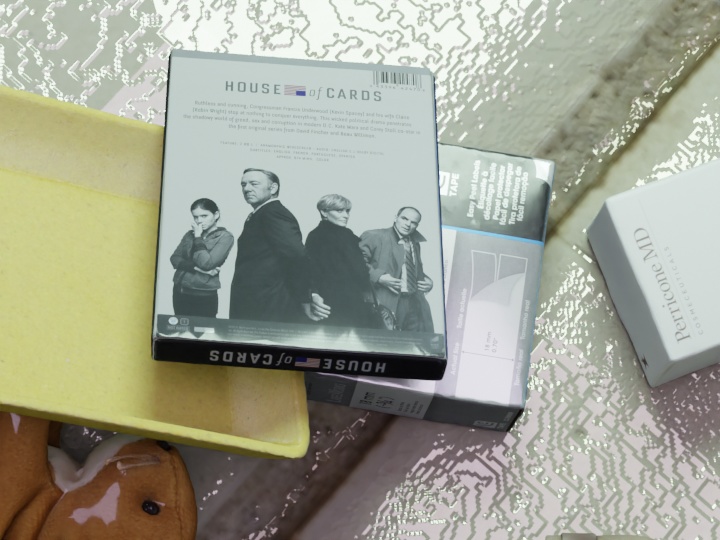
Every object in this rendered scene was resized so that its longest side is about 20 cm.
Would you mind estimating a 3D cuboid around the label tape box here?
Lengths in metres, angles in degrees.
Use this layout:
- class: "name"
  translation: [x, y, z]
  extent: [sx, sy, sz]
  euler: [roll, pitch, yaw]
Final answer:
- class: "label tape box"
  translation: [0.000, 0.000, 1.171]
  extent: [0.198, 0.063, 0.146]
  euler: [9, 75, -1]

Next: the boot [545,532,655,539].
- class: "boot"
  translation: [0.136, 0.243, 1.122]
  extent: [0.145, 0.070, 0.202]
  euler: [18, 74, 8]

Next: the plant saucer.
- class: "plant saucer"
  translation: [-0.131, 0.008, 1.088]
  extent: [0.198, 0.049, 0.201]
  euler: [14, 49, -25]

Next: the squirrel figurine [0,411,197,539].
- class: "squirrel figurine"
  translation: [-0.186, 0.147, 1.105]
  extent: [0.185, 0.142, 0.202]
  euler: [18, 89, -9]

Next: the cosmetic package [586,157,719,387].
- class: "cosmetic package"
  translation: [0.240, -0.019, 1.186]
  extent: [0.198, 0.071, 0.102]
  euler: [-20, 78, -8]

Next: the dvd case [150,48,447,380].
- class: "dvd case"
  translation: [-0.031, -0.034, 1.104]
  extent: [0.149, 0.025, 0.201]
  euler: [4, 50, -6]
